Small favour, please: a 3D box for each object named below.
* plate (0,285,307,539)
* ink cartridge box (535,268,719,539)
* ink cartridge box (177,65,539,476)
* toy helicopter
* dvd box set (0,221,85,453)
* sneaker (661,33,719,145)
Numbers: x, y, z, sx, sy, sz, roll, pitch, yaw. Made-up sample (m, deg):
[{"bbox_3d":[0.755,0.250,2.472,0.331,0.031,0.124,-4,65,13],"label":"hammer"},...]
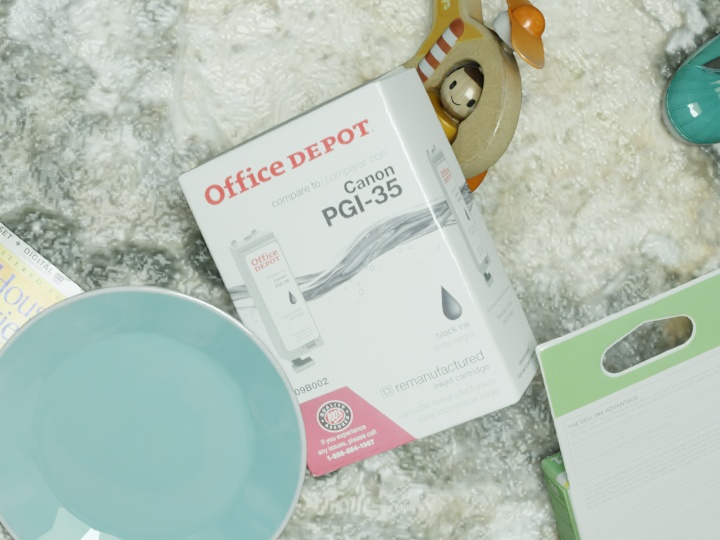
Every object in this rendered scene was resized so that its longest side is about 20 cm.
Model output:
[{"bbox_3d":[-0.130,0.102,0.817,0.198,0.026,0.202,0,108,1],"label":"plate"},{"bbox_3d":[0.184,0.102,0.857,0.145,0.048,0.201,-22,111,-11],"label":"ink cartridge box"},{"bbox_3d":[0.000,0.000,0.817,0.146,0.083,0.201,-23,96,21],"label":"ink cartridge box"},{"bbox_3d":[0.068,-0.155,0.874,0.078,0.132,0.202,18,61,-36],"label":"toy helicopter"},{"bbox_3d":[-0.268,0.060,0.831,0.146,0.029,0.200,40,79,-3],"label":"dvd box set"},{"bbox_3d":[0.297,-0.151,0.927,0.199,0.080,0.072,-29,89,-12],"label":"sneaker"}]
